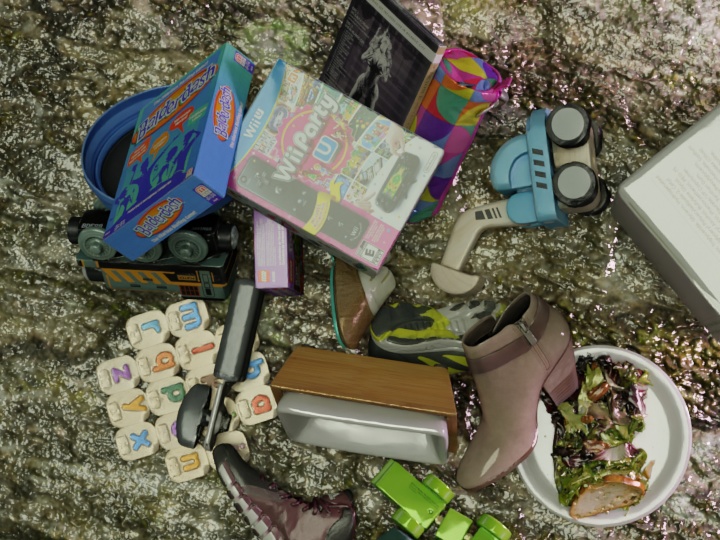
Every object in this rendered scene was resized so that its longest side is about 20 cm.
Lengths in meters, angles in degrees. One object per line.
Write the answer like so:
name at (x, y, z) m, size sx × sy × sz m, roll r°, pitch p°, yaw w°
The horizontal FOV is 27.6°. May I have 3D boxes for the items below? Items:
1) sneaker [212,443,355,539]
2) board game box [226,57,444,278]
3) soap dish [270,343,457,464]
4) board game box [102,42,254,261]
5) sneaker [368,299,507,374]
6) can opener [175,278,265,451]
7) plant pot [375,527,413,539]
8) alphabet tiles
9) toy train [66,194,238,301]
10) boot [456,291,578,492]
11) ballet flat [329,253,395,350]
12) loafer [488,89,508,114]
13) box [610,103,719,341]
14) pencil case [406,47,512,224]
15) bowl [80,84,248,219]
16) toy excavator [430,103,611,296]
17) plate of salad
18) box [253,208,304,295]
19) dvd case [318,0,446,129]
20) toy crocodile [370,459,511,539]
sneaker at (-0.072, 0.257, 1.641) m, size 0.115 × 0.076 × 0.200 m, roll -33°, pitch 93°, yaw -2°
board game box at (-0.035, -0.106, 1.531) m, size 0.200 × 0.064 × 0.148 m, roll 29°, pitch 85°, yaw 2°
soap dish at (0.010, 0.146, 1.598) m, size 0.200 × 0.157 × 0.081 m, roll 9°, pitch 70°, yaw 7°
board game box at (-0.188, -0.125, 1.527) m, size 0.045 × 0.200 × 0.152 m, roll 36°, pitch 131°, yaw -28°
sneaker at (0.101, 0.081, 1.633) m, size 0.200 × 0.085 × 0.075 m, roll 7°, pitch 53°, yaw -11°
can opener at (-0.161, 0.104, 1.651) m, size 0.067 × 0.053 × 0.200 m, roll 12°, pitch 86°, yaw 7°
plant pot at (0.021, 0.385, 1.572) m, size 0.141 × 0.141 × 0.200 m, roll 35°, pitch 83°, yaw -6°
alphabet tiles at (-0.198, 0.137, 1.687) m, size 0.195 × 0.015 × 0.200 m, roll -18°, pitch 84°, yaw 5°
toy train at (-0.231, -0.022, 1.657) m, size 0.200 × 0.114 × 0.085 m, roll 2°, pitch 42°, yaw 10°
boot at (0.147, 0.122, 1.555) m, size 0.200 × 0.070 × 0.146 m, roll -46°, pitch 127°, yaw -13°
ballet flat at (0.000, 0.000, 1.607) m, size 0.072 × 0.068 × 0.200 m, roll -16°, pitch 41°, yaw 7°
loafer at (0.068, -0.205, 1.660) m, size 0.200 × 0.075 × 0.070 m, roll 16°, pitch 100°, yaw 12°
box at (0.388, -0.053, 1.539) m, size 0.171 × 0.199 × 0.200 m, roll -38°, pitch 82°, yaw 3°
pencil case at (0.084, -0.145, 1.599) m, size 0.088 × 0.088 × 0.200 m, roll 34°, pitch 125°, yaw 8°
bowl at (-0.212, -0.130, 1.646) m, size 0.200 × 0.039 × 0.201 m, roll -4°, pitch 48°, yaw 4°
toy excavator at (0.172, -0.077, 1.630) m, size 0.200 × 0.100 × 0.195 m, roll -8°, pitch 83°, yaw 19°
plate of salad at (0.264, 0.182, 1.613) m, size 0.200 × 0.048 × 0.200 m, roll -1°, pitch 86°, yaw 7°
box at (-0.090, -0.074, 1.629) m, size 0.039 × 0.137 × 0.200 m, roll -2°, pitch 86°, yaw 5°
dvd case at (0.011, -0.200, 1.606) m, size 0.149 × 0.016 × 0.200 m, roll 49°, pitch 129°, yaw 35°
toy crocodile at (0.098, 0.284, 1.622) m, size 0.200 × 0.062 × 0.068 m, roll 35°, pitch 76°, yaw 11°
